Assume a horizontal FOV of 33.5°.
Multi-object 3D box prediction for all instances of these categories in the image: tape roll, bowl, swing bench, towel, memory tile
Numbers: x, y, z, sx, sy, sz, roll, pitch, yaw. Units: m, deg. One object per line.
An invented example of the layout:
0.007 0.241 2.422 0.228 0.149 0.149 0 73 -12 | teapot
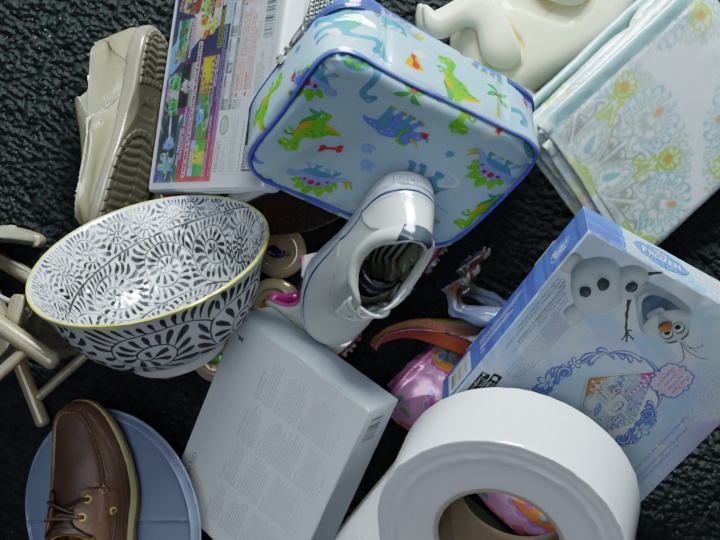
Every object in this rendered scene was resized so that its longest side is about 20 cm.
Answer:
0.118 0.194 0.947 0.202 0.071 0.203 9 122 15 | tape roll
-0.163 0.026 0.987 0.200 0.201 0.094 -8 122 8 | bowl
-0.330 0.034 1.041 0.130 0.199 0.200 -41 85 7 | swing bench
0.240 -0.123 0.988 0.200 0.048 0.171 -42 119 -2 | towel
-0.126 0.004 1.102 0.153 0.017 0.200 4 91 8 | memory tile

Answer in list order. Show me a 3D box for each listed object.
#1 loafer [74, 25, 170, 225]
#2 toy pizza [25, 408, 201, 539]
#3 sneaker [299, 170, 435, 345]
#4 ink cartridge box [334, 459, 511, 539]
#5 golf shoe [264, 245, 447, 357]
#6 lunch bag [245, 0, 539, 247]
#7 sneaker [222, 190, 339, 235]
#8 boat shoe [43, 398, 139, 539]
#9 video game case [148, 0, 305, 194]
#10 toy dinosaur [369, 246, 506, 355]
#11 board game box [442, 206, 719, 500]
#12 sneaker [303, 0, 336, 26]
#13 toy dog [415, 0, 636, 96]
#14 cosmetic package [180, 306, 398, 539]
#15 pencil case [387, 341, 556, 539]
-0.225 -0.126 1.090 0.068 0.076 0.200 7 79 23 | loafer
-0.222 0.224 1.088 0.200 0.032 0.201 2 95 27 | toy pizza
0.000 0.008 0.938 0.073 0.200 0.071 14 49 -13 | sneaker
0.033 0.280 1.065 0.145 0.048 0.200 40 98 6 | ink cartridge box
0.000 0.000 1.050 0.200 0.075 0.092 -44 92 5 | golf shoe
0.020 -0.105 0.916 0.200 0.083 0.161 22 134 -22 | lunch bag
-0.032 -0.096 1.064 0.200 0.073 0.085 -21 55 1 | sneaker
-0.236 0.213 1.038 0.072 0.068 0.200 -8 89 28 | boat shoe
-0.116 -0.165 1.033 0.182 0.023 0.200 4 85 50 | video game case
0.144 0.067 1.025 0.200 0.105 0.182 -35 96 13 | toy dinosaur
0.201 0.074 0.952 0.199 0.043 0.200 28 121 -14 | board game box
-0.046 -0.185 1.056 0.091 0.078 0.200 18 94 -18 | sneaker
0.131 -0.184 1.017 0.194 0.140 0.200 31 95 -21 | toy dog
-0.072 0.155 1.030 0.151 0.052 0.200 34 113 24 | cosmetic package
0.109 0.150 1.037 0.200 0.087 0.087 42 96 7 | pencil case
